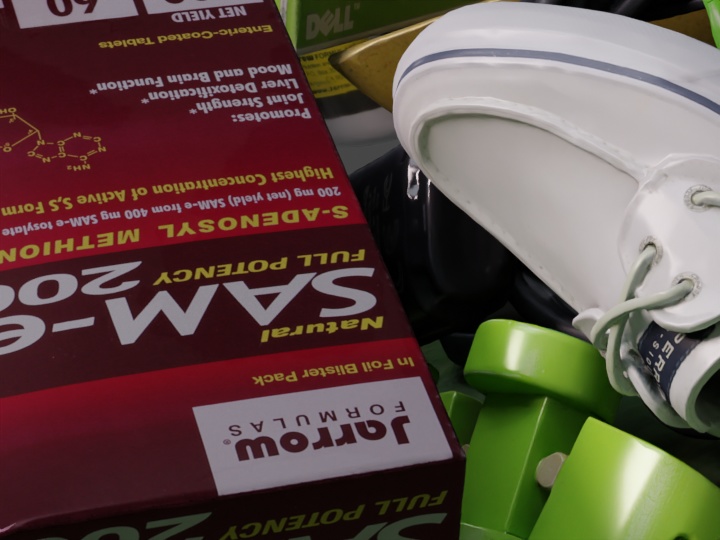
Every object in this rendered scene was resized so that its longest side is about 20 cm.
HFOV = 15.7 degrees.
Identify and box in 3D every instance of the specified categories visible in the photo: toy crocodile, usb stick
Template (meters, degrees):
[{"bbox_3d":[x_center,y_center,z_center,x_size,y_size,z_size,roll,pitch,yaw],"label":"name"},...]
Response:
[{"bbox_3d":[0.022,0.054,0.668,0.200,0.062,0.068,-2,66,55],"label":"toy crocodile"},{"bbox_3d":[0.000,0.000,0.746,0.033,0.056,0.200,1,-8,-16],"label":"usb stick"}]

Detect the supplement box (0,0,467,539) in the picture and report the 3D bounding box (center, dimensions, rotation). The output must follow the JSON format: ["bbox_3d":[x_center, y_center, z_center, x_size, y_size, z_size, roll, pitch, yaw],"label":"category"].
[{"bbox_3d":[-0.054,0.005,0.634,0.109,0.061,0.200,-9,43,-14],"label":"supplement box"}]

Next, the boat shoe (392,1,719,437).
[{"bbox_3d":[0.086,0.004,0.592,0.200,0.074,0.067,26,51,19],"label":"boat shoe"}]

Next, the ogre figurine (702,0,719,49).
[{"bbox_3d":[0.136,-0.087,0.626,0.120,0.200,0.098,-8,12,18],"label":"ogre figurine"}]

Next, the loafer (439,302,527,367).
[{"bbox_3d":[0.103,-0.020,0.745,0.200,0.063,0.072,-14,24,26],"label":"loafer"}]

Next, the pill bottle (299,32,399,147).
[{"bbox_3d":[-0.011,-0.158,1.003,0.112,0.200,0.112,-21,21,8],"label":"pill bottle"}]

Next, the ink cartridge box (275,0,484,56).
[{"bbox_3d":[0.017,-0.112,0.829,0.200,0.076,0.148,13,19,29],"label":"ink cartridge box"}]

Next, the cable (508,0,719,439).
[{"bbox_3d":[0.112,-0.026,0.692,0.200,0.051,0.163,20,68,26],"label":"cable"}]

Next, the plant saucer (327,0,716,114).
[{"bbox_3d":[0.110,-0.086,0.858,0.200,0.049,0.200,-17,4,17],"label":"plant saucer"}]
